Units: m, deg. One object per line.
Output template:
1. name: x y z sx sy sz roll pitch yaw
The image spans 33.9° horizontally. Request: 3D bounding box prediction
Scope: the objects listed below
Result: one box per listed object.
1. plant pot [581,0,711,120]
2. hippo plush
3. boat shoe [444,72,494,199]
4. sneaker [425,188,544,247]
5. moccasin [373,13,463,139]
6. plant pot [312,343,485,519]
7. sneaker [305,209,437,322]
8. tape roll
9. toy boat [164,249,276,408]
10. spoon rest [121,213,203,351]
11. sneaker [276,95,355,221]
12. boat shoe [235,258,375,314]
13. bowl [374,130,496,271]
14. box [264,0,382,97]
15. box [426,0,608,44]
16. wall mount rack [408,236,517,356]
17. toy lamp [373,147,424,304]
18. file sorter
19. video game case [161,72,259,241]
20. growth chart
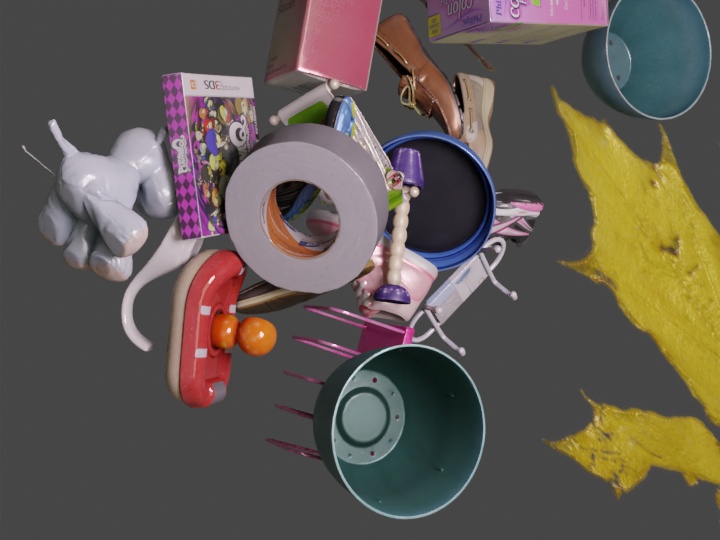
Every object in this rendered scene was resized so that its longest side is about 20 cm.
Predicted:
1. plant pot: 0.412 -0.325 1.796 0.197 0.134 0.204 -1 91 -26
2. hippo plush: -0.308 -0.102 1.469 0.202 0.158 0.161 56 45 -9
3. boat shoe: 0.150 -0.194 1.692 0.064 0.072 0.203 15 63 -13
4. sneaker: 0.172 -0.069 1.719 0.196 0.080 0.088 3 111 -16
5. moccasin: 0.077 -0.261 1.645 0.077 0.074 0.203 -30 83 -7
6. plant pot: 0.030 0.189 1.453 0.197 0.161 0.205 0 89 -21
7. sneaker: 0.000 0.000 1.613 0.198 0.075 0.106 28 77 -5
8. tape roll: -0.067 -0.076 1.462 0.202 0.198 0.066 57 26 -15
9. toy boat: -0.168 0.076 1.504 0.128 0.130 0.204 6 92 13
10. spoon rest: -0.253 0.000 1.511 0.060 0.099 0.203 24 91 3
11. sneaker: -0.071 -0.147 1.517 0.082 0.200 0.071 39 39 1
12. boat shoe: -0.079 0.004 1.575 0.197 0.073 0.066 -19 77 7
13. bowl: 0.091 -0.097 1.634 0.197 0.039 0.204 5 116 11
14. box: -0.045 -0.341 1.578 0.107 0.127 0.204 12 85 -24
15. box: 0.220 -0.383 1.680 0.197 0.175 0.099 -5 93 -25
16. wall mount rack: 0.149 0.031 1.660 0.200 0.074 0.174 -46 148 -7
17. toy lamp: 0.051 -0.060 1.563 0.057 0.058 0.204 9 82 -25
18. file sorter: -0.034 0.156 1.586 0.124 0.139 0.204 18 83 -23
19. video game case: -0.181 -0.147 1.510 0.181 0.035 0.204 -14 99 -66
20. growth chart: -0.027 -0.148 1.546 0.201 0.144 0.018 55 37 -1
